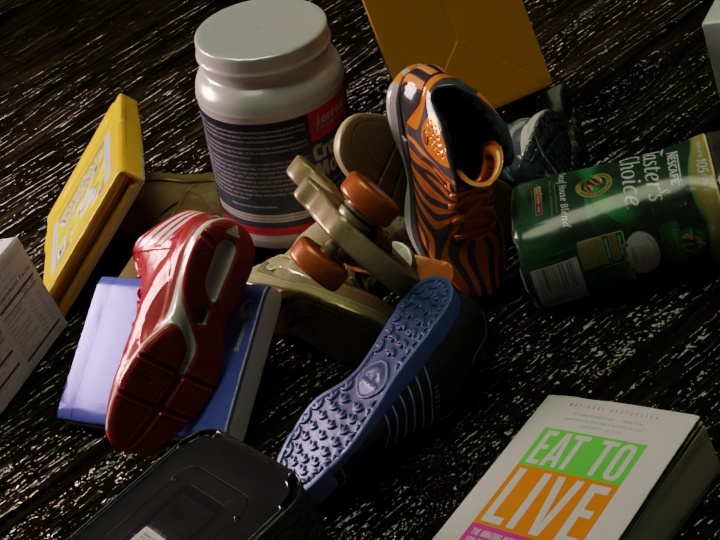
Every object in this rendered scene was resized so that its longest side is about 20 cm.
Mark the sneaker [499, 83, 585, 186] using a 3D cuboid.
[{"bbox_3d":[0.147,-0.100,1.201,0.085,0.078,0.200,-21,12,21],"label":"sneaker"}]

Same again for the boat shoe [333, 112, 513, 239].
[{"bbox_3d":[0.047,-0.074,1.146,0.062,0.199,0.074,16,80,54],"label":"boat shoe"}]

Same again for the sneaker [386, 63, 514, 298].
[{"bbox_3d":[0.079,-0.058,1.056,0.077,0.202,0.112,-27,22,-11],"label":"sneaker"}]

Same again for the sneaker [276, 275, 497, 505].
[{"bbox_3d":[0.023,0.102,1.000,0.200,0.078,0.070,-49,36,0],"label":"sneaker"}]

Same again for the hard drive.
[{"bbox_3d":[-0.164,0.074,1.148,0.198,0.025,0.134,2,69,37],"label":"hard drive"}]

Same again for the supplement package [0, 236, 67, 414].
[{"bbox_3d":[-0.417,0.065,1.306,0.197,0.112,0.157,-6,35,28],"label":"supplement package"}]

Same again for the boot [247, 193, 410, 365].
[{"bbox_3d":[0.000,0.000,1.162,0.155,0.073,0.199,-41,32,-28],"label":"boot"}]

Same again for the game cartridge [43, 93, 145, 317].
[{"bbox_3d":[-0.279,-0.073,1.405,0.177,0.032,0.201,-56,26,19],"label":"game cartridge"}]

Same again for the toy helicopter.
[{"bbox_3d":[-0.005,-0.038,1.072,0.079,0.132,0.200,-51,33,8],"label":"toy helicopter"}]

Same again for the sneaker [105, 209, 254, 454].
[{"bbox_3d":[-0.159,0.044,1.111,0.202,0.078,0.115,-61,30,-2],"label":"sneaker"}]

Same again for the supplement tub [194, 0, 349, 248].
[{"bbox_3d":[-0.077,-0.136,1.271,0.138,0.202,0.141,-6,36,4],"label":"supplement tub"}]

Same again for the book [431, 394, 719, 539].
[{"bbox_3d":[0.119,0.166,0.858,0.133,0.048,0.200,7,45,47],"label":"book"}]

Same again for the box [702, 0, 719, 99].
[{"bbox_3d":[0.399,-0.235,1.214,0.123,0.098,0.201,0,39,35],"label":"box"}]

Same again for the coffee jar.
[{"bbox_3d":[0.219,-0.042,1.056,0.197,0.086,0.105,-15,32,15],"label":"coffee jar"}]

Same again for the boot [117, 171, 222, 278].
[{"bbox_3d":[-0.211,-0.018,1.337,0.173,0.067,0.201,-10,36,25],"label":"boot"}]

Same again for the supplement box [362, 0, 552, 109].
[{"bbox_3d":[0.077,-0.235,1.273,0.131,0.200,0.200,-21,2,4],"label":"supplement box"}]

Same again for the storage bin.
[{"bbox_3d":[-0.124,0.214,0.898,0.199,0.095,0.134,-39,34,-25],"label":"storage bin"}]
